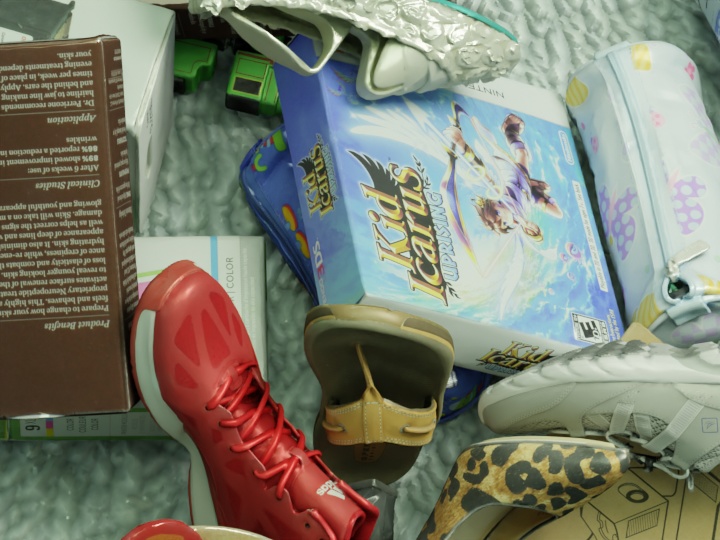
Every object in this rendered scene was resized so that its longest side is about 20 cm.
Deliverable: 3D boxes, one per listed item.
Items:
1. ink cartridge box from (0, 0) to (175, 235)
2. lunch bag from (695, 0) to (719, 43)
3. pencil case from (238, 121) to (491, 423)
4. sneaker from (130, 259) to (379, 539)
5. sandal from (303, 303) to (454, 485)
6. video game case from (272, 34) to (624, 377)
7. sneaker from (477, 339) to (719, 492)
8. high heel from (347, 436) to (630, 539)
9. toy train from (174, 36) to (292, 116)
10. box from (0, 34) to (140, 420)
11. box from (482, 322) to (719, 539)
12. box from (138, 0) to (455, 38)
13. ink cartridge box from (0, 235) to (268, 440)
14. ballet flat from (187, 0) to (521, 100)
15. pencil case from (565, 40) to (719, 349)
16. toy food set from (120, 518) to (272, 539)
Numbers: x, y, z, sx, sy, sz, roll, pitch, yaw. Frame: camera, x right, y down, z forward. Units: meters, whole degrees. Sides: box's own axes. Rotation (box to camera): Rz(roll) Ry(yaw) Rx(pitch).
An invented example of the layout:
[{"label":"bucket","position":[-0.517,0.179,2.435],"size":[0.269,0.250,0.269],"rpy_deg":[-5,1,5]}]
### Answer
[{"label":"ink cartridge box","position":[-0.210,-0.107,1.649],"size":[0.200,0.146,0.083],"rpy_deg":[15,65,2]},{"label":"lunch bag","position":[0.299,-0.167,1.727],"size":[0.200,0.076,0.160],"rpy_deg":[4,29,-9]},{"label":"pencil case","position":[0.000,0.000,1.651],"size":[0.087,0.078,0.200],"rpy_deg":[-12,63,-36]},{"label":"sneaker","position":[-0.045,0.086,1.529],"size":[0.115,0.200,0.078],"rpy_deg":[15,48,38]},{"label":"sandal","position":[0.007,0.077,1.546],"size":[0.080,0.200,0.054],"rpy_deg":[3,59,-2]},{"label":"video game case","position":[0.051,-0.035,1.627],"size":[0.181,0.045,0.200],"rpy_deg":[13,47,-30]},{"label":"sneaker","position":[0.158,0.080,1.531],"size":[0.200,0.075,0.082],"rpy_deg":[-4,95,22]},{"label":"high heel","position":[0.065,0.168,1.531],"size":[0.071,0.200,0.143],"rpy_deg":[25,58,-43]},{"label":"toy train","position":[-0.051,-0.119,1.728],"size":[0.200,0.042,0.056],"rpy_deg":[13,74,2]},{"label":"box","position":[-0.173,-0.024,1.537],"size":[0.100,0.075,0.200],"rpy_deg":[-2,94,4]},{"label":"box","position":[0.151,0.155,1.574],"size":[0.163,0.021,0.200],"rpy_deg":[39,94,15]},{"label":"box","position":[-0.045,-0.191,1.676],"size":[0.200,0.075,0.100],"rpy_deg":[-2,80,-1]},{"label":"ink cartridge box","position":[-0.152,0.039,1.630],"size":[0.200,0.059,0.104],"rpy_deg":[0,66,-4]},{"label":"ballet flat","position":[-0.009,-0.131,1.595],"size":[0.200,0.072,0.072],"rpy_deg":[21,62,-18]},{"label":"pencil case","position":[0.175,-0.037,1.665],"size":[0.083,0.091,0.200],"rpy_deg":[-30,51,25]},{"label":"toy food set","position":[-0.091,0.223,1.495],"size":[0.200,0.049,0.198],"rpy_deg":[7,102,-19]}]
